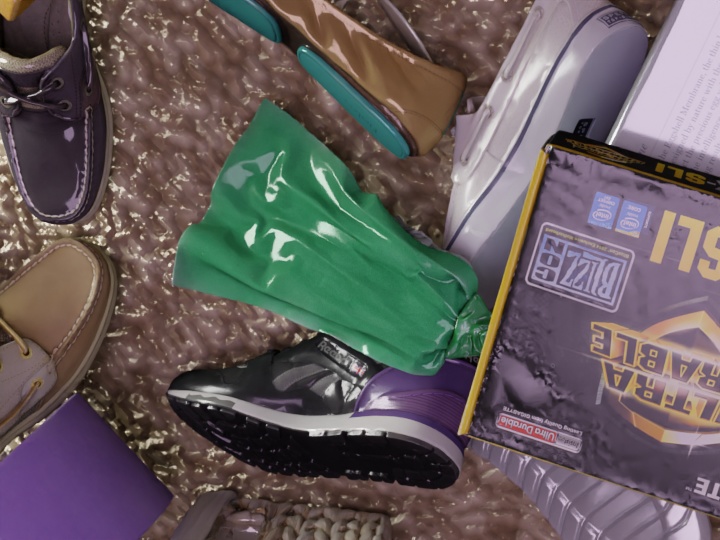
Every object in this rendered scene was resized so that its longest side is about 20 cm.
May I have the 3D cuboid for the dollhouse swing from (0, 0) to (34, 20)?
[{"bbox_3d":[-0.189,-0.281,1.102,0.175,0.182,0.200,31,136,3],"label":"dollhouse swing"}]

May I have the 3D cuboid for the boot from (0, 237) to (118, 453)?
[{"bbox_3d":[-0.226,0.045,1.205,0.072,0.155,0.200,38,82,21],"label":"boot"}]

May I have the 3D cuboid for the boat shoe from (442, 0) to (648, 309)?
[{"bbox_3d":[0.084,-0.068,1.188,0.070,0.071,0.200,45,125,33],"label":"boat shoe"}]

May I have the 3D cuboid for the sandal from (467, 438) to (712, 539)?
[{"bbox_3d":[0.122,0.100,1.226,0.203,0.050,0.083,41,112,15],"label":"sandal"}]

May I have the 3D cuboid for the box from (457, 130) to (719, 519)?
[{"bbox_3d":[0.166,0.035,1.075,0.199,0.049,0.160,18,106,8],"label":"box"}]

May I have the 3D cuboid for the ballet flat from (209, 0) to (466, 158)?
[{"bbox_3d":[-0.026,-0.143,1.197,0.200,0.069,0.063,40,81,1],"label":"ballet flat"}]

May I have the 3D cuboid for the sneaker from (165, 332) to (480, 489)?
[{"bbox_3d":[-0.015,0.068,1.240,0.199,0.088,0.076,6,149,32],"label":"sneaker"}]

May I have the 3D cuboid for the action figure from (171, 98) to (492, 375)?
[{"bbox_3d":[0.000,0.000,1.188,0.200,0.055,0.118,30,100,28],"label":"action figure"}]

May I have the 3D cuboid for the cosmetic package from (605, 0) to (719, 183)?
[{"bbox_3d":[0.225,-0.037,1.131,0.199,0.123,0.200,26,108,4],"label":"cosmetic package"}]

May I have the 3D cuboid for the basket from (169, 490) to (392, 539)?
[{"bbox_3d":[-0.045,0.243,1.253,0.123,0.136,0.201,1,104,7],"label":"basket"}]

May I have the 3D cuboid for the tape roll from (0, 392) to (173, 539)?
[{"bbox_3d":[-0.206,0.167,1.231,0.200,0.200,0.085,-43,93,18],"label":"tape roll"}]

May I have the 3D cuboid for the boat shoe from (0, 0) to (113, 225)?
[{"bbox_3d":[-0.184,-0.120,1.226,0.072,0.065,0.201,3,104,11],"label":"boat shoe"}]
